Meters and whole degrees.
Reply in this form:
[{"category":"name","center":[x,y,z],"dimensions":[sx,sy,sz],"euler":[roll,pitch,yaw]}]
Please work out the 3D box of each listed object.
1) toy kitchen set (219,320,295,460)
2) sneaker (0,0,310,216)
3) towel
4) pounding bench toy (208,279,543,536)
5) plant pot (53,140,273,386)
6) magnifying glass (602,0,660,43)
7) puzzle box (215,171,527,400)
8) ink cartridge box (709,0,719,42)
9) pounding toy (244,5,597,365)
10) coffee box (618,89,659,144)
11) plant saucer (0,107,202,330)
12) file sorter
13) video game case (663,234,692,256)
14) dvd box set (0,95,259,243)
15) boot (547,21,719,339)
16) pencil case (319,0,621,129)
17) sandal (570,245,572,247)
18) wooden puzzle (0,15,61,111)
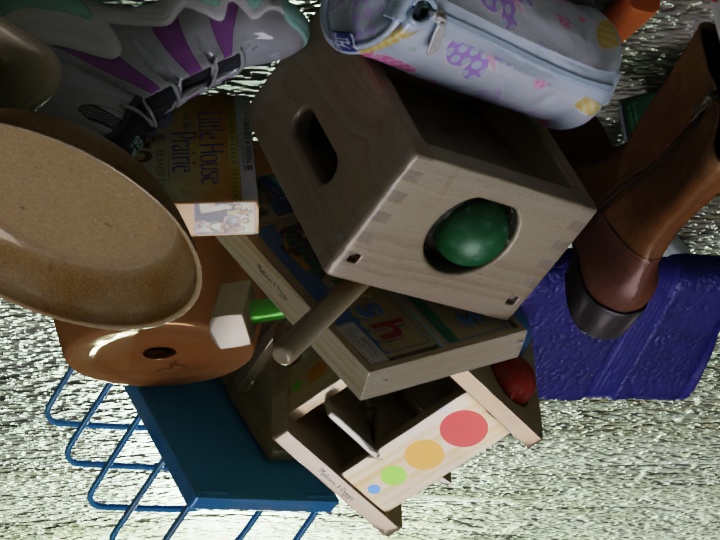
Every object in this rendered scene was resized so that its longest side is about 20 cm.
[{"category":"toy kitchen set","center":[0.004,0.036,1.654],"dimensions":[0.200,0.181,0.163],"euler":[7,127,-44]},{"category":"sneaker","center":[-0.129,-0.099,1.279],"dimensions":[0.200,0.140,0.078],"euler":[-3,160,0]},{"category":"towel","center":[0.183,0.036,1.576],"dimensions":[0.200,0.050,0.148],"euler":[2,133,-25]},{"category":"pounding bench toy","center":[0.014,0.051,1.441],"dimensions":[0.156,0.124,0.200],"euler":[-35,120,22]},{"category":"plant pot","center":[-0.148,-0.002,1.528],"dimensions":[0.200,0.140,0.200],"euler":[-4,158,-1]},{"category":"magnifying glass","center":[0.138,-0.136,1.404],"dimensions":[0.080,0.022,0.200],"euler":[5,159,-23]},{"category":"puzzle box","center":[0.000,0.000,1.370],"dimensions":[0.133,0.200,0.025],"euler":[-13,136,-36]},{"category":"ink cartridge box","center":[0.268,-0.135,1.251],"dimensions":[0.083,0.147,0.200],"euler":[-18,156,17]},{"category":"pounding toy","center":[0.022,-0.043,1.312],"dimensions":[0.184,0.200,0.142],"euler":[15,125,-38]},{"category":"coffee box","center":[0.289,-0.113,1.422],"dimensions":[0.200,0.044,0.123],"euler":[-13,171,25]},{"category":"plant saucer","center":[-0.182,-0.037,1.238],"dimensions":[0.200,0.035,0.200],"euler":[15,148,10]},{"category":"file sorter","center":[-0.141,0.144,1.628],"dimensions":[0.139,0.200,0.123],"euler":[8,127,-42]},{"category":"video game case","center":[0.159,-0.018,1.703],"dimensions":[0.182,0.022,0.200],"euler":[-12,157,21]},{"category":"dvd box set","center":[-0.168,-0.067,1.369],"dimensions":[0.200,0.146,0.029],"euler":[-2,123,-4]},{"category":"boot","center":[0.169,-0.084,1.314],"dimensions":[0.068,0.188,0.200],"euler":[9,142,-13]},{"category":"pencil case","center":[0.070,-0.147,1.271],"dimensions":[0.200,0.083,0.091],"euler":[16,177,-43]},{"category":"sandal","center":[0.182,-0.029,1.562],"dimensions":[0.080,0.057,0.201],"euler":[2,167,-13]},{"category":"wooden puzzle","center":[-0.295,-0.128,1.213],"dimensions":[0.200,0.037,0.185],"euler":[35,143,-21]}]
